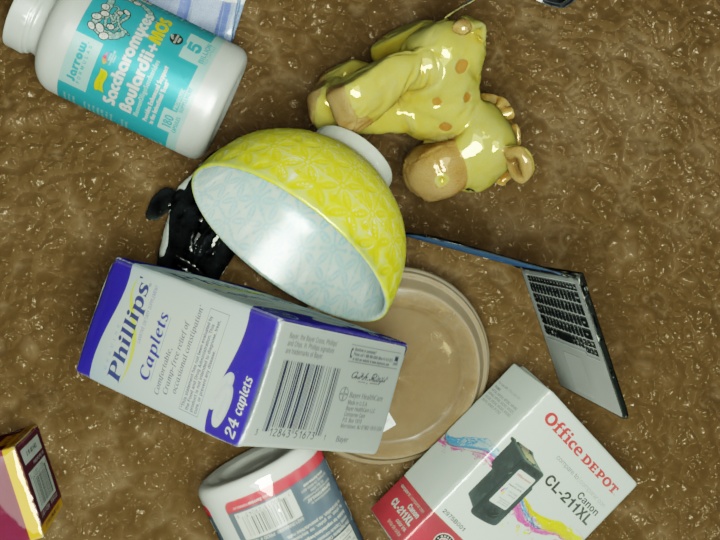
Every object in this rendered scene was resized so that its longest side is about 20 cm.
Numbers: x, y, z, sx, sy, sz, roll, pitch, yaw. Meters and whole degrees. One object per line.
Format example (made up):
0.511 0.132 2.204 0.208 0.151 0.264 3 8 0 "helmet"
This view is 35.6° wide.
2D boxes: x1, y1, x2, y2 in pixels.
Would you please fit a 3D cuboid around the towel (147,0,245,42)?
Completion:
-0.160 -0.323 1.041 0.146 0.024 0.201 16 91 -6 "towel"

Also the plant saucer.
0.028 0.095 1.058 0.199 0.029 0.201 -2 106 -9 "plant saucer"

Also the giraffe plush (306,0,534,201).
0.071 -0.136 1.012 0.200 0.173 0.162 -26 107 13 "giraffe plush"

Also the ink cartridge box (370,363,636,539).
0.135 0.212 1.051 0.200 0.083 0.146 -45 110 -2 "ink cartridge box"

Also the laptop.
0.129 0.042 1.006 0.116 0.187 0.201 -20 95 -4 "laptop"

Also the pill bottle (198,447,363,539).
-0.056 0.262 1.030 0.119 0.120 0.200 -25 95 -4 "pill bottle"

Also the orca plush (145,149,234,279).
-0.162 -0.022 1.029 0.105 0.071 0.200 42 88 -6 "orca plush"

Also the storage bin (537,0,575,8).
0.130 -0.331 1.014 0.199 0.135 0.094 24 90 -7 "storage bin"

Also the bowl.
-0.033 -0.059 0.958 0.200 0.200 0.108 38 68 -6 "bowl"

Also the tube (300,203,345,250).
0.000 0.000 1.065 0.077 0.050 0.200 -26 100 6 "tube"

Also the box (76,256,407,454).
-0.097 0.073 0.945 0.200 0.184 0.105 17 90 36 "box"

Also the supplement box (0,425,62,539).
-0.381 0.215 0.997 0.199 0.110 0.086 -17 94 -5 "supplement box"

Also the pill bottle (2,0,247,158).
-0.210 -0.188 0.997 0.200 0.111 0.111 25 90 -7 "pill bottle"
